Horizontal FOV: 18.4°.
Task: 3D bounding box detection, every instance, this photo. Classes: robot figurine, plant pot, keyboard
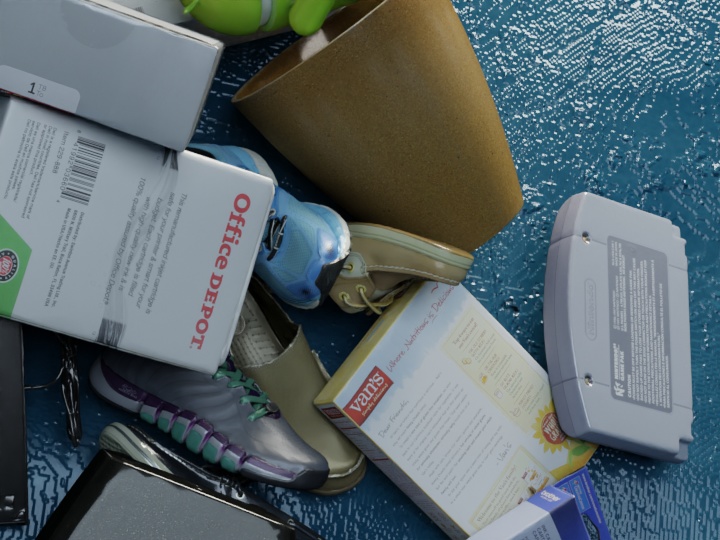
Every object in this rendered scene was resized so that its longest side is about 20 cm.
[{"bbox_3d":[-0.056,-0.245,1.669,0.200,0.116,0.176,-20,50,-18],"label":"robot figurine"},{"bbox_3d":[0.034,-0.107,1.717,0.186,0.186,0.200,-41,100,-22],"label":"plant pot"},{"bbox_3d":[-0.143,0.228,1.517,0.199,0.200,0.178,22,84,-7],"label":"plant pot"},{"bbox_3d":[-0.258,0.086,1.621,0.127,0.021,0.201,-2,91,-9],"label":"keyboard"}]

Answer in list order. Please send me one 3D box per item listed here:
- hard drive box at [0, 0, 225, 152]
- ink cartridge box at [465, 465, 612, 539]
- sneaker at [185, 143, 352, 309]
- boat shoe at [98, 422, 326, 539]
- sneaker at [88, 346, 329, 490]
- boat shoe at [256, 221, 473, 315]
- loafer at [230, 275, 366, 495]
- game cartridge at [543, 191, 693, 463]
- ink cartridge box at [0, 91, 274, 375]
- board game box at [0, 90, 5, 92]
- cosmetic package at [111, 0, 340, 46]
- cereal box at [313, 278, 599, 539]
[{"bbox_3d":[-0.180,-0.149,1.553,0.156,0.200,0.077,19,95,-4],"label":"hard drive box"},{"bbox_3d":[0.118,0.246,1.663,0.200,0.042,0.120,-32,113,-24],"label":"ink cartridge box"},{"bbox_3d":[-0.086,-0.036,1.651,0.090,0.200,0.079,17,104,-45],"label":"sneaker"},{"bbox_3d":[-0.106,0.172,1.637,0.200,0.075,0.062,38,62,-6],"label":"boat shoe"},{"bbox_3d":[-0.103,0.087,1.621,0.200,0.074,0.088,26,100,16],"label":"sneaker"},{"bbox_3d":[0.000,0.000,1.673,0.074,0.200,0.067,18,83,-45],"label":"boat shoe"},{"bbox_3d":[-0.064,0.082,1.677,0.076,0.067,0.200,-37,85,-22],"label":"loafer"},{"bbox_3d":[0.203,0.044,1.750,0.133,0.040,0.201,19,63,-37],"label":"game cartridge"},{"bbox_3d":[-0.178,-0.025,1.539,0.200,0.084,0.146,18,89,-23],"label":"ink cartridge box"},{"bbox_3d":[-0.353,-0.174,1.688,0.199,0.057,0.166,-2,75,-16],"label":"board game box"},{"bbox_3d":[-0.109,-0.212,1.752,0.200,0.083,0.051,-16,75,-20],"label":"cosmetic package"},{"bbox_3d":[0.078,0.113,1.693,0.200,0.040,0.144,46,67,-16],"label":"cereal box"}]
